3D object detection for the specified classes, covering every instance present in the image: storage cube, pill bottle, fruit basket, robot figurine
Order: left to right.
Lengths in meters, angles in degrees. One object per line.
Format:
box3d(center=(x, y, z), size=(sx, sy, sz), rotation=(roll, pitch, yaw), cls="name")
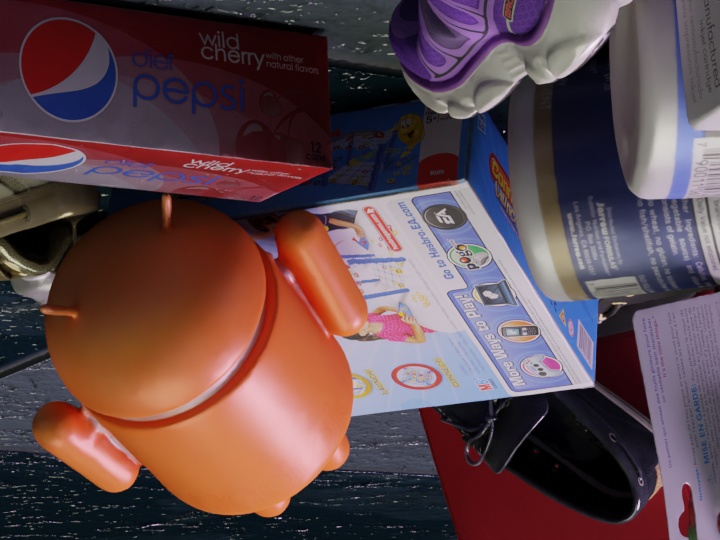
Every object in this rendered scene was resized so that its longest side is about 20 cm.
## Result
box3d(center=(-0.076, 0.041, 1.271), size=(0.143, 0.117, 0.200), rotation=(-7, 146, 24), cls="robot figurine")
box3d(center=(0.166, 0.110, 1.619), size=(0.199, 0.181, 0.171), rotation=(-14, -173, 36), cls="storage cube")
box3d(center=(0.174, -0.051, 1.194), size=(0.199, 0.112, 0.111), rotation=(-7, 166, 16), cls="pill bottle")
box3d(center=(0.195, 0.097, 1.207), size=(0.199, 0.186, 0.094), rotation=(-11, -179, -41), cls="fruit basket")
box3d(center=(0.202, -0.088, 1.036), size=(0.199, 0.114, 0.114), rotation=(-3, 167, -1), cls="pill bottle")

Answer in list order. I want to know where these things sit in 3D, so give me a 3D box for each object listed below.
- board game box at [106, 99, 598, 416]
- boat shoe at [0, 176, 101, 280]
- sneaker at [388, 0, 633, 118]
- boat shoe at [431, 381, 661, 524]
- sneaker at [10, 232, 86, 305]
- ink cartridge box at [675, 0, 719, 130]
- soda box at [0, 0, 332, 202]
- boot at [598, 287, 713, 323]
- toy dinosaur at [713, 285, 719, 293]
box3d(center=(0.000, 0.000, 1.352), size=(0.195, 0.056, 0.200), rotation=(-8, 145, 21), cls="board game box")
box3d(center=(-0.174, -0.025, 1.298), size=(0.072, 0.065, 0.200), rotation=(-16, 171, -26), cls="boat shoe")
box3d(center=(0.049, -0.118, 1.013), size=(0.083, 0.081, 0.200), rotation=(41, 167, -8), cls="sneaker")
box3d(center=(0.085, 0.076, 1.477), size=(0.200, 0.062, 0.075), rotation=(34, 124, -4), cls="boat shoe")
box3d(center=(-0.136, 0.026, 1.513), size=(0.074, 0.082, 0.200), rotation=(-9, 166, 24), cls="sneaker")
box3d(center=(0.173, -0.128, 0.856), size=(0.067, 0.117, 0.200), rotation=(1, 166, -20), cls="ink cartridge box")
box3d(center=(-0.112, -0.075, 1.133), size=(0.199, 0.064, 0.070), rotation=(5, 166, -32), cls="soda box")
box3d(center=(0.177, -0.010, 1.465), size=(0.150, 0.074, 0.200), rotation=(-3, 161, 0), cls="boot")
box3d(center=(0.276, -0.044, 1.312), size=(0.199, 0.086, 0.136), rotation=(-5, 167, -11), cls="toy dinosaur")
